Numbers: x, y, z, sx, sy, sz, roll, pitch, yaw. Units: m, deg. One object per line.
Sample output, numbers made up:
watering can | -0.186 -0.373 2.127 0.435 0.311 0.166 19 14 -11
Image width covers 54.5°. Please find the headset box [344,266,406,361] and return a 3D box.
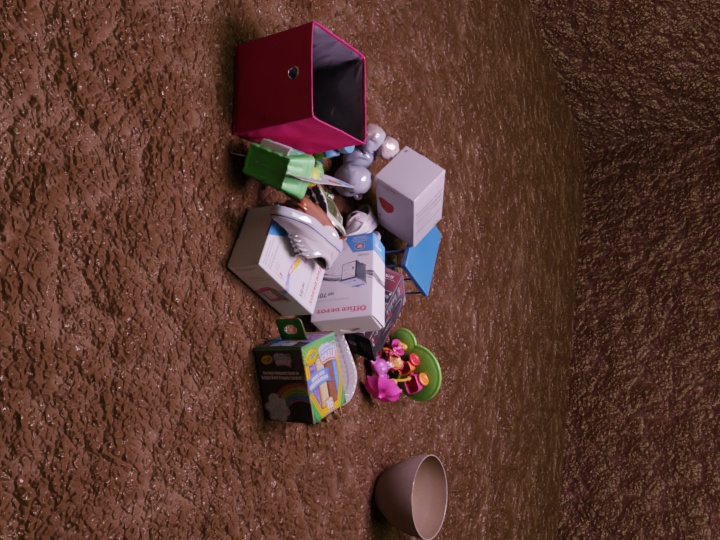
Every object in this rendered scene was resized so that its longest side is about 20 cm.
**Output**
headset box | 0.041 0.094 1.657 0.200 0.075 0.149 -61 162 -22

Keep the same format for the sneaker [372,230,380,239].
sneaker | 0.000 0.000 1.711 0.200 0.073 0.112 -54 135 -39

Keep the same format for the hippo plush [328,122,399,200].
hippo plush | -0.024 -0.263 1.660 0.159 0.200 0.161 30 83 -23

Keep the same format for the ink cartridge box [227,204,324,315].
ink cartridge box | -0.161 -0.016 1.422 0.200 0.084 0.145 49 46 -46

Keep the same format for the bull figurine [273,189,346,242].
bull figurine | -0.109 -0.104 1.474 0.065 0.121 0.200 -55 147 -13

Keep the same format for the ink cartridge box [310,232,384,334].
ink cartridge box | -0.026 0.030 1.543 0.086 0.146 0.201 55 32 -58

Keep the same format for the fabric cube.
fabric cube | -0.122 -0.359 1.428 0.200 0.199 0.197 13 76 -58

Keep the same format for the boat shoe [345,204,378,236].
boat shoe | -0.009 -0.111 1.696 0.200 0.073 0.066 -62 135 -69

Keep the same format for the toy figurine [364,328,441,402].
toy figurine | 0.083 0.253 1.768 0.184 0.150 0.200 -7 70 -50

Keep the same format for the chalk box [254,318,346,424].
chalk box | -0.124 0.192 1.414 0.124 0.125 0.201 -18 102 -58

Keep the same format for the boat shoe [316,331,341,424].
boat shoe | -0.077 0.232 1.519 0.076 0.074 0.201 -42 126 -76

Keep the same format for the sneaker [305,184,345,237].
sneaker | -0.090 -0.151 1.586 0.200 0.077 0.089 64 27 -43

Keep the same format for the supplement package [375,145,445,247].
supplement package | 0.119 -0.175 1.688 0.120 0.121 0.200 -46 157 -20

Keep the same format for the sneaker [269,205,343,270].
sneaker | -0.107 -0.061 1.371 0.200 0.073 0.071 34 70 -44

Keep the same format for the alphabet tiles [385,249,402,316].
alphabet tiles | 0.069 0.044 1.869 0.166 0.006 0.201 22 67 -56

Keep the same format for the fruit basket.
fruit basket | -0.132 -0.210 1.412 0.200 0.185 0.094 -13 123 -56

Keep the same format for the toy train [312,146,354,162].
toy train | -0.083 -0.348 1.569 0.085 0.115 0.201 -21 104 -58

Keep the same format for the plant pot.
plant pot | 0.115 0.559 1.745 0.200 0.134 0.201 14 73 -58

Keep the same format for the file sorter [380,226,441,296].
file sorter | 0.115 -0.050 1.836 0.139 0.122 0.200 50 45 -43

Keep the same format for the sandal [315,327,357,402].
sandal | -0.056 0.206 1.592 0.050 0.082 0.203 173 -91 -78
